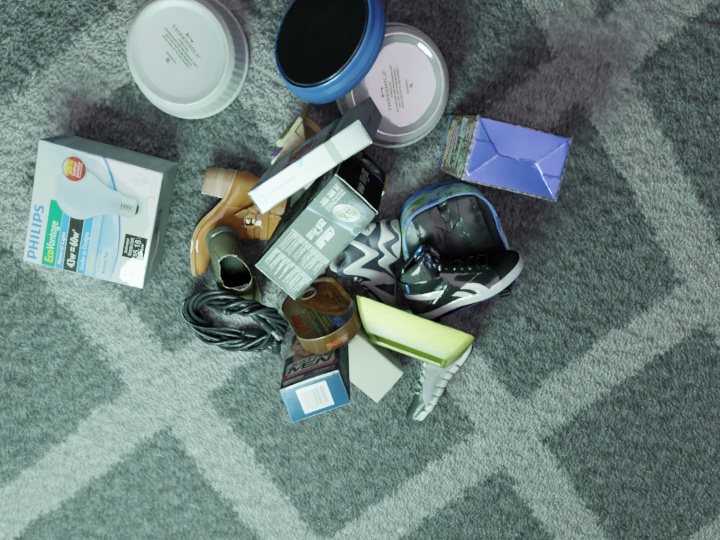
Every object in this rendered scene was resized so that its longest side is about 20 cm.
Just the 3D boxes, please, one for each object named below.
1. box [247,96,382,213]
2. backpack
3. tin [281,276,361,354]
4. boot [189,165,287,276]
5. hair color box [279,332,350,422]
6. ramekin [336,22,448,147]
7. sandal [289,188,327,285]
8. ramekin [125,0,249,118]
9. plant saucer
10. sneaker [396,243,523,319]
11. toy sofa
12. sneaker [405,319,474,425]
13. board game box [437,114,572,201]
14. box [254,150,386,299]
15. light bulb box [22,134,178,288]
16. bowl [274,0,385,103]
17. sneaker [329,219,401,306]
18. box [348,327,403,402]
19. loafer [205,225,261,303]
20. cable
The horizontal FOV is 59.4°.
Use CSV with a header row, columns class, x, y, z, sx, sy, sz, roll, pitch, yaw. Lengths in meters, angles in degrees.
class,x,y,z,sx,sy,sz,roll,pitch,yaw
box,-0.063,-0.176,0.947,0.197,0.157,0.042,-31,109,21
backpack,0.156,-0.049,1.091,0.179,0.148,0.204,-20,116,7
tin,-0.067,0.074,1.059,0.110,0.200,0.043,-25,117,-10
boot,-0.213,-0.071,1.104,0.151,0.074,0.205,13,108,-14
hair color box,-0.071,0.155,1.031,0.098,0.201,0.062,-19,108,4
ramekin,0.056,-0.305,1.043,0.196,0.094,0.209,-1,104,-4
sandal,-0.090,-0.067,1.119,0.079,0.055,0.206,3,104,-4
ramekin,-0.282,-0.347,1.016,0.196,0.094,0.209,-1,104,-3
plant saucer,0.086,0.113,1.060,0.195,0.200,0.049,19,79,10
sneaker,0.148,-0.005,0.989,0.197,0.074,0.113,-27,113,15
toy sofa,-0.052,-0.175,1.080,0.199,0.083,0.098,39,116,-12
sneaker,0.117,0.181,1.195,0.114,0.075,0.202,35,89,-7
board game box,0.228,-0.190,1.037,0.155,0.200,0.100,11,103,-7
box,-0.058,-0.082,0.988,0.086,0.165,0.200,39,115,-13
light bulb box,-0.428,-0.101,1.051,0.194,0.125,0.204,13,103,-8
bowl,-0.054,-0.366,0.990,0.196,0.039,0.207,-9,74,31
sneaker,0.000,0.000,1.111,0.126,0.081,0.202,1,135,-4
box,-0.017,0.145,1.171,0.199,0.069,0.082,42,99,-13
loafer,-0.218,0.018,1.089,0.073,0.070,0.203,-20,136,-5
cable,-0.226,0.092,1.110,0.195,0.164,0.052,18,58,-2
